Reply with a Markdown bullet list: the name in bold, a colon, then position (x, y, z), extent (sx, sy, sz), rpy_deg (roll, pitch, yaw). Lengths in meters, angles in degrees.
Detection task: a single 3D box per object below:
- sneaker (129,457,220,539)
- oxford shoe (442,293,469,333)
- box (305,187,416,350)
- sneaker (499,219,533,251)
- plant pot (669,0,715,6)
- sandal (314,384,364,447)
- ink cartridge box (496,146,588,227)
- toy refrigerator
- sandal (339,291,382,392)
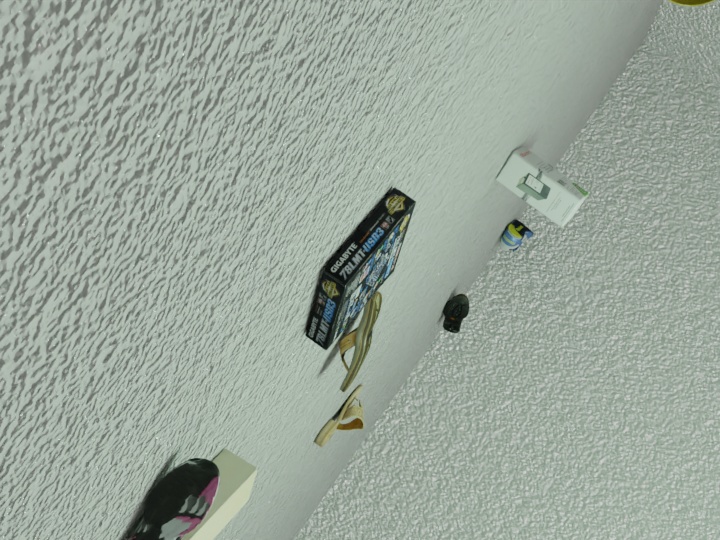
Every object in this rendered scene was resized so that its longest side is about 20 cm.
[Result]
- **sneaker**: position (-0.259, 0.328, 1.516), extent (0.200, 0.080, 0.086), rpy_deg (-51, -177, 13)
- **oxford shoe**: position (0.289, 0.109, 3.359), extent (0.200, 0.072, 0.085), rpy_deg (106, 4, -64)
- **box**: position (0.000, 0.000, 1.728), extent (0.199, 0.049, 0.201), rpy_deg (-51, 168, -31)
- **sneaker**: position (0.501, -0.110, 3.626), extent (0.083, 0.074, 0.200), rpy_deg (-58, 162, 21)
- **plant pot**: position (0.902, -0.836, 3.019), extent (0.201, 0.198, 0.143), rpy_deg (105, -5, -60)
- **sandal**: position (-0.026, 0.356, 2.620), extent (0.212, 0.069, 0.078), rpy_deg (-45, 165, -48)
- **ink cartridge box**: position (0.441, -0.204, 2.708), extent (0.084, 0.199, 0.145), rpy_deg (-56, 170, 20)
- **toy refrigerator**: position (-0.239, 0.357, 1.666), extent (0.200, 0.069, 0.076), rpy_deg (-43, 157, -53)
- **sandal**: position (-0.010, 0.127, 2.080), extent (0.080, 0.053, 0.202), rpy_deg (-43, 149, -71)
